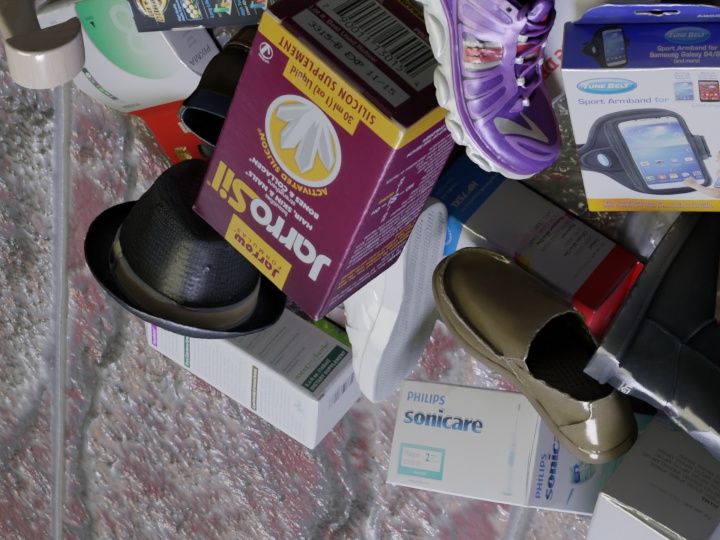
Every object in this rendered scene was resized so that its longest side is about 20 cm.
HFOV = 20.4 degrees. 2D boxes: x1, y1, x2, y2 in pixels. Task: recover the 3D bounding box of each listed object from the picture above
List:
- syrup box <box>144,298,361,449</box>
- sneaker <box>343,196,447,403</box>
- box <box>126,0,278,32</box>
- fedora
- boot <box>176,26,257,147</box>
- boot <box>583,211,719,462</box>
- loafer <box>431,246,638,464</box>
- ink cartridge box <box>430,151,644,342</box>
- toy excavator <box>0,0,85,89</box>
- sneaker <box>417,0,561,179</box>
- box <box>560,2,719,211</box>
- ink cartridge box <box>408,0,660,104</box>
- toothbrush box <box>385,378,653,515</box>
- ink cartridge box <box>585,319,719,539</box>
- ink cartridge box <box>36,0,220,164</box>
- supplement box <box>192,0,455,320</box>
[{"bbox_3d":[-0.097,0.066,1.821,0.199,0.079,0.082,32,146,19],"label":"syrup box"},{"bbox_3d":[0.000,0.000,1.538,0.115,0.073,0.201,33,134,25],"label":"sneaker"},{"bbox_3d":[-0.114,-0.270,1.450,0.157,0.046,0.201,-2,129,20],"label":"box"},{"bbox_3d":[-0.137,-0.031,1.690,0.200,0.200,0.092,32,121,18],"label":"fedora"},{"bbox_3d":[-0.048,-0.099,1.569,0.199,0.097,0.075,36,146,13],"label":"boot"},{"bbox_3d":[0.272,0.061,1.361,0.199,0.165,0.066,32,157,5],"label":"boot"},{"bbox_3d":[0.126,0.046,1.413,0.200,0.076,0.068,45,154,27],"label":"loafer"},{"bbox_3d":[0.134,0.014,1.522,0.199,0.067,0.117,34,145,17],"label":"ink cartridge box"},{"bbox_3d":[-0.238,-0.233,1.523,0.194,0.200,0.100,31,146,26],"label":"toy excavator"},{"bbox_3d":[0.089,-0.143,1.240,0.083,0.081,0.201,4,130,36],"label":"sneaker"},{"bbox_3d":[0.193,-0.100,1.267,0.118,0.042,0.200,0,154,14],"label":"box"},{"bbox_3d":[0.095,-0.215,1.300,0.200,0.083,0.145,44,148,-1],"label":"ink cartridge box"},{"bbox_3d":[0.141,0.140,1.540,0.146,0.086,0.199,4,173,44],"label":"toothbrush box"},{"bbox_3d":[0.241,0.150,1.437,0.085,0.200,0.148,30,144,19],"label":"ink cartridge box"},{"bbox_3d":[-0.171,-0.155,1.688,0.160,0.050,0.201,-6,121,50],"label":"ink cartridge box"},{"bbox_3d":[-0.018,-0.088,1.366,0.131,0.103,0.201,40,138,15],"label":"supplement box"}]
